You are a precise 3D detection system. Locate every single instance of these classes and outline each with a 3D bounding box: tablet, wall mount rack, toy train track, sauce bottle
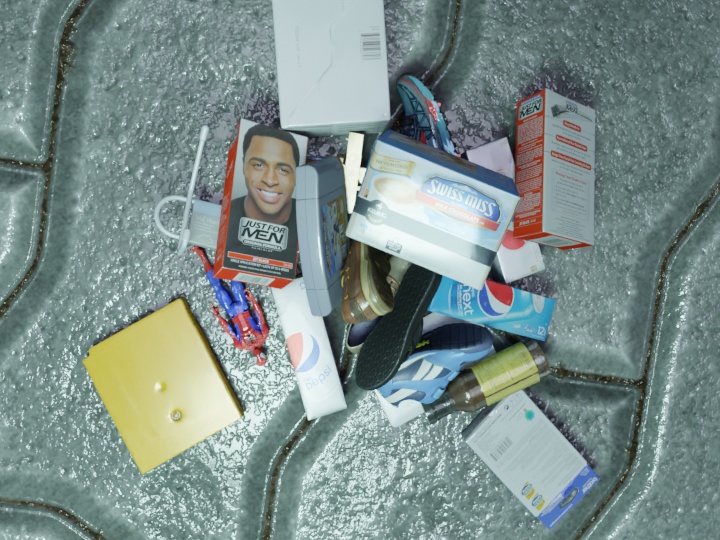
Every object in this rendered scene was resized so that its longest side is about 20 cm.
[{"bbox_3d":[0.109,0.141,0.936,0.196,0.014,0.133,-27,94,-3],"label":"tablet"},{"bbox_3d":[-0.183,-0.096,0.857,0.195,0.074,0.179,13,69,-23],"label":"wall mount rack"},{"bbox_3d":[-0.052,-0.154,0.900,0.194,0.033,0.118,10,109,2],"label":"toy train track"},{"bbox_3d":[0.183,0.169,0.904,0.196,0.065,0.066,-24,94,0],"label":"sauce bottle"}]

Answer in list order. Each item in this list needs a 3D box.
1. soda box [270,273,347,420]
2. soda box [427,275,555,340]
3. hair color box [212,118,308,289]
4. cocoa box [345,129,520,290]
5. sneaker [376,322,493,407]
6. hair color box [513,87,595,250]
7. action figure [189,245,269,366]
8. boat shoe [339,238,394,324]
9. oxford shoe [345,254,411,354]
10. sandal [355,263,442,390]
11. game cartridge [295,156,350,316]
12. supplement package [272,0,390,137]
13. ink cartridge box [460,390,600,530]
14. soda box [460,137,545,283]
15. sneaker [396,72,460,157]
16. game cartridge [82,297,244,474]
[{"bbox_3d":[-0.075,0.109,0.895,0.062,0.068,0.205,-15,95,-3],"label":"soda box"},{"bbox_3d":[0.182,0.045,0.889,0.195,0.068,0.066,15,93,-17],"label":"soda box"},{"bbox_3d":[-0.132,-0.087,0.808,0.099,0.061,0.206,10,73,-24],"label":"hair color box"},{"bbox_3d":[0.097,-0.088,0.813,0.196,0.134,0.134,22,111,3],"label":"cocoa box"},{"bbox_3d":[0.106,0.139,0.878,0.196,0.074,0.084,-23,105,24],"label":"sneaker"},{"bbox_3d":[0.280,-0.141,0.871,0.109,0.063,0.206,10,81,-30],"label":"hair color box"},{"bbox_3d":[-0.186,0.049,0.896,0.064,0.052,0.204,-25,96,-7],"label":"action figure"},{"bbox_3d":[0.000,0.001,0.838,0.067,0.202,0.072,-30,117,16],"label":"boat shoe"},{"bbox_3d":[0.042,0.038,0.890,0.070,0.074,0.203,28,90,13],"label":"oxford shoe"},{"bbox_3d":[0.061,0.082,0.838,0.047,0.075,0.203,28,94,-38],"label":"sandal"},{"bbox_3d":[-0.049,-0.048,0.841,0.040,0.133,0.206,-2,105,12],"label":"game cartridge"},{"bbox_3d":[-0.041,-0.301,0.853,0.151,0.111,0.206,-4,94,-3],"label":"supplement package"},{"bbox_3d":[0.264,0.288,0.942,0.119,0.042,0.200,-44,92,-1],"label":"ink cartridge box"},{"bbox_3d":[0.210,-0.088,0.906,0.066,0.064,0.205,-18,95,-3],"label":"soda box"},{"bbox_3d":[0.087,-0.185,0.885,0.094,0.079,0.204,-24,94,0],"label":"sneaker"},{"bbox_3d":[-0.294,0.171,0.904,0.173,0.032,0.204,-27,92,-2],"label":"game cartridge"}]
